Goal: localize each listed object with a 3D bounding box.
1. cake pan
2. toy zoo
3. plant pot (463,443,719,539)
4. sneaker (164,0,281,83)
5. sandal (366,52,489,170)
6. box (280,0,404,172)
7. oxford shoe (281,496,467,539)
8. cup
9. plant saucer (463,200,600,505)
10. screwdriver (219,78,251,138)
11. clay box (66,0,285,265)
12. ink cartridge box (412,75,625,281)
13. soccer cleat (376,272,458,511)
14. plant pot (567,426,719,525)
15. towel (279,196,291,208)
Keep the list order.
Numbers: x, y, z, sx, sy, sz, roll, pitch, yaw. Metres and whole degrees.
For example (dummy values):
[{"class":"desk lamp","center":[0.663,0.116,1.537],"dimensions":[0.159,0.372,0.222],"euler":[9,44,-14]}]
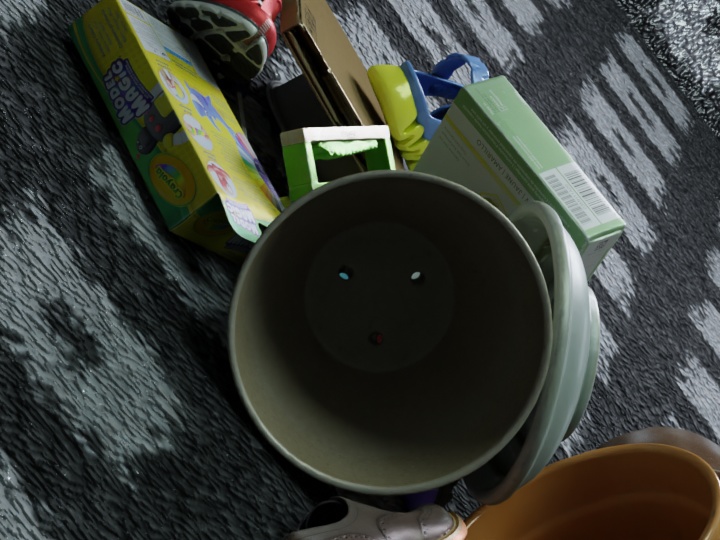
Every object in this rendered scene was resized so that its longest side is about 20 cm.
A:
[{"class":"cake pan","center":[0.003,-0.081,1.987],"dimensions":[0.200,0.037,0.200],"euler":[48,13,-15]},{"class":"toy zoo","center":[0.000,0.000,1.748],"dimensions":[0.131,0.020,0.201],"euler":[-9,89,-62]},{"class":"plant pot","center":[0.159,0.225,1.595],"dimensions":[0.200,0.199,0.141],"euler":[-86,153,-65]},{"class":"sneaker","center":[-0.090,-0.189,1.801],"dimensions":[0.077,0.085,0.200],"euler":[44,-4,-14]},{"class":"sandal","center":[0.073,-0.104,1.948],"dimensions":[0.200,0.087,0.080],"euler":[60,8,-61]},{"class":"box","center":[-0.013,-0.141,1.902],"dimensions":[0.164,0.021,0.200],"euler":[59,8,-19]},{"class":"oxford shoe","center":[0.008,0.160,1.498],"dimensions":[0.073,0.071,0.200],"euler":[50,17,7]},{"class":"cup","center":[0.015,0.027,1.598],"dimensions":[0.201,0.200,0.143],"euler":[50,5,-9]},{"class":"plant saucer","center":[0.115,0.057,1.646],"dimensions":[0.050,0.201,0.201],"euler":[11,31,-14]},{"class":"screwdriver","center":[-0.086,-0.124,1.860],"dimensions":[0.028,0.029,0.200],"euler":[44,14,-28]},{"class":"clay box","center":[-0.113,-0.081,1.680],"dimensions":[0.115,0.047,0.201],"euler":[28,31,-60]},{"class":"ink cartridge box","center":[0.089,-0.017,1.764],"dimensions":[0.048,0.200,0.146],"euler":[-20,63,-40]},{"class":"soccer cleat","center":[0.034,0.073,1.703],"dimensions":[0.073,0.068,0.201],"euler":[12,65,-17]},{"class":"plant pot","center":[0.219,0.210,1.784],"dimensions":[0.201,0.200,0.198],"euler":[51,8,-8]},{"class":"towel","center":[-0.034,-0.020,1.827],"dimensions":[0.086,0.018,0.200],"euler":[56,17,6]}]
